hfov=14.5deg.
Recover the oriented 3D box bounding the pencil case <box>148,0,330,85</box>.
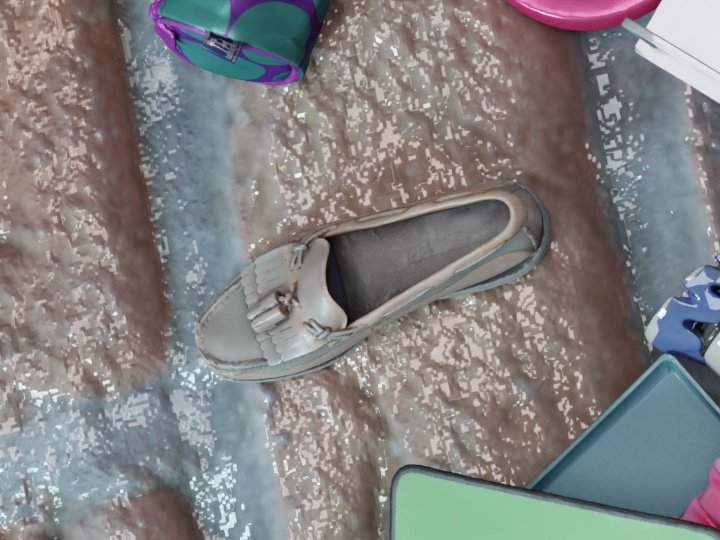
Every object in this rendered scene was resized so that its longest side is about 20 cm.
[{"bbox_3d":[-0.044,-0.202,1.485,0.092,0.085,0.201,18,87,-14],"label":"pencil case"}]

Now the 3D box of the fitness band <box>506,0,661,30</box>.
[{"bbox_3d":[0.113,-0.225,1.478,0.143,0.037,0.201,-16,79,11],"label":"fitness band"}]

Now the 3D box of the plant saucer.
[{"bbox_3d":[0.109,0.134,1.433,0.200,0.019,0.070,-45,76,14],"label":"plant saucer"}]

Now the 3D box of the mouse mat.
[{"bbox_3d":[0.095,0.188,1.394,0.199,0.008,0.162,9,105,33],"label":"mouse mat"}]

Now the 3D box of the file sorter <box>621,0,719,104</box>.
[{"bbox_3d":[0.223,-0.154,1.266,0.138,0.124,0.201,32,97,13],"label":"file sorter"}]

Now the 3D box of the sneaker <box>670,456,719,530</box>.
[{"bbox_3d":[0.206,0.118,1.385,0.200,0.095,0.079,-44,68,18],"label":"sneaker"}]

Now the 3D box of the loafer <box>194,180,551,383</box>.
[{"bbox_3d":[0.000,0.000,1.463,0.199,0.063,0.072,-22,79,9],"label":"loafer"}]

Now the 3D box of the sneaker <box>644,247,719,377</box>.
[{"bbox_3d":[0.249,0.001,1.407,0.115,0.081,0.199,45,101,10],"label":"sneaker"}]
